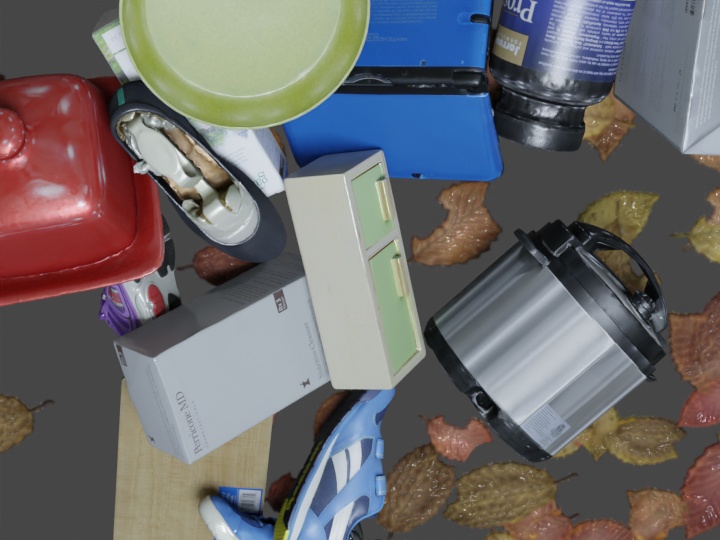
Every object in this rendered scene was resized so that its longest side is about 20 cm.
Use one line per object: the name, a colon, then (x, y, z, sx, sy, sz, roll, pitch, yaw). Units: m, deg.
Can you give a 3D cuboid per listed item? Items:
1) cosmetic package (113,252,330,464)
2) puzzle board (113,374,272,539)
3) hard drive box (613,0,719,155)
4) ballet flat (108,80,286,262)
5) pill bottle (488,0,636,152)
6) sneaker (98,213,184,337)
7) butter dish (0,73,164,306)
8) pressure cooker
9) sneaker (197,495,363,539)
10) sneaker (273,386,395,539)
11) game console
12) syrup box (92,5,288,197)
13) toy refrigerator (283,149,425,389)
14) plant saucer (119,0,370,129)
cosmetic package: (-0.110, 0.075, 1.134, 0.200, 0.081, 0.113, -32, 117, -32)
puzzle board: (-0.170, 0.199, 1.262, 0.151, 0.017, 0.200, 4, 111, -8)
hard drive box: (0.284, -0.197, 1.050, 0.077, 0.200, 0.156, 1, 111, -6)
ballet flat: (-0.138, -0.072, 1.047, 0.073, 0.073, 0.200, -38, 109, 10)
pill bottle: (0.175, -0.210, 1.083, 0.112, 0.112, 0.200, 10, 109, -8)
sneaker: (-0.218, 0.013, 1.157, 0.083, 0.081, 0.200, -8, 103, 30)
butter dish: (-0.279, -0.087, 1.039, 0.200, 0.148, 0.200, -10, 71, 0)
pressure cooker: (0.183, 0.056, 1.147, 0.200, 0.176, 0.179, -42, 75, 8)
sneaker: (-0.062, 0.264, 1.257, 0.111, 0.077, 0.200, -46, 108, -1)
sneaker: (-0.009, 0.193, 1.213, 0.082, 0.074, 0.200, 29, 78, -6)
game console: (0.027, -0.177, 1.096, 0.200, 0.118, 0.171, 4, 81, 20)
syrup box: (-0.145, -0.147, 1.096, 0.079, 0.081, 0.200, -27, 112, 9)
toy refrigerator: (0.000, 0.000, 1.114, 0.070, 0.076, 0.200, -3, 109, 31)
plant saucer: (-0.093, -0.210, 1.005, 0.200, 0.031, 0.200, -6, 121, -10)
